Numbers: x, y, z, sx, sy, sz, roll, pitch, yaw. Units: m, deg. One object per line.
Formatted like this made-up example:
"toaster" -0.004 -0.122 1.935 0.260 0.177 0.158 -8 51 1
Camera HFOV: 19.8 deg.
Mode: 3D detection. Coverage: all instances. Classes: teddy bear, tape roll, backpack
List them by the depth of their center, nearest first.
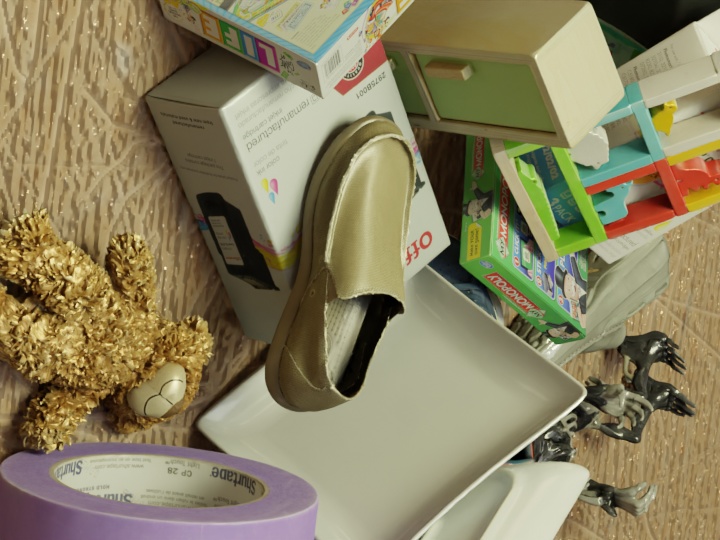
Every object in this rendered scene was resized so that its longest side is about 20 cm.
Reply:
"tape roll" -0.128 0.170 1.278 0.199 0.199 0.085 1 100 -44
"teddy bear" -0.172 0.042 1.299 0.145 0.067 0.200 -48 128 -22
"backpack" 0.249 -0.206 1.575 0.200 0.177 0.151 -14 131 -46

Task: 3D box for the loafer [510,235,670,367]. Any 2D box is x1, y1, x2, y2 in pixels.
"loafer" 0.185 0.037 1.641 0.200 0.070 0.070 -39 116 -32

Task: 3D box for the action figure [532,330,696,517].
"action figure" 0.194 0.131 1.651 0.200 0.102 0.119 -37 135 -34

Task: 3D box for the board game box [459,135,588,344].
"board game box" 0.125 -0.063 1.527 0.134 0.029 0.201 37 47 -42

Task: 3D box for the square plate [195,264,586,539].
"square plate" 0.019 0.098 1.382 0.198 0.200 0.029 -38 137 -15

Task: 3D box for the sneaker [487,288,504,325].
"sneaker" 0.027 0.079 1.494 0.105 0.076 0.201 42 71 -40

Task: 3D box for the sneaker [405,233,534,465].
"sneaker" 0.084 0.060 1.448 0.075 0.085 0.201 -8 74 -24

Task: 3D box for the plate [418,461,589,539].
"plate" 0.027 0.188 1.340 0.200 0.199 0.032 -51 121 -41

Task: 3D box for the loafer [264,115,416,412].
"loafer" 0.000 0.000 1.337 0.076 0.067 0.201 13 91 -44

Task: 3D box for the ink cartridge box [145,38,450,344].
"ink cartridge box" -0.037 -0.066 1.392 0.146 0.083 0.201 -41 125 -30

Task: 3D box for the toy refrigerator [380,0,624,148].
"toy refrigerator" 0.074 -0.138 1.398 0.070 0.200 0.076 -44 125 -27

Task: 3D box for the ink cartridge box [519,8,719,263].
"ink cartridge box" 0.225 -0.099 1.475 0.115 0.200 0.068 34 33 -45

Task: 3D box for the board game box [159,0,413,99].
"board game box" -0.018 -0.213 1.339 0.200 0.134 0.034 -48 152 -24

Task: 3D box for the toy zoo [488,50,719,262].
"toy zoo" 0.201 -0.081 1.417 0.131 0.199 0.021 58 17 -49
